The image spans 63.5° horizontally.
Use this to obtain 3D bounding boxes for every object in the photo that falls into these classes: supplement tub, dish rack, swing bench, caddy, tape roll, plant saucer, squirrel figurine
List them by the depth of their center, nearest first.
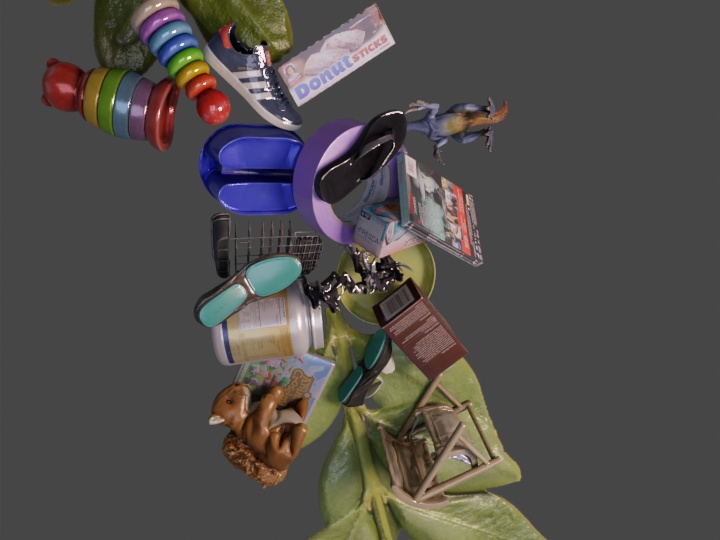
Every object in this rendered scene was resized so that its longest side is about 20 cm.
[{"bbox_3d":[-0.175,-0.174,0.998,0.195,0.105,0.145,-3,115,-24],"label":"caddy"},{"bbox_3d":[-0.018,-0.152,1.002,0.197,0.065,0.205,-19,122,-33],"label":"tape roll"},{"bbox_3d":[-0.167,-0.038,1.046,0.195,0.056,0.154,-2,152,-14],"label":"dish rack"},{"bbox_3d":[-0.169,0.093,1.081,0.195,0.145,0.148,-6,112,-5],"label":"supplement tub"},{"bbox_3d":[0.048,0.008,1.138,0.194,0.031,0.205,-3,112,-6],"label":"plant saucer"},{"bbox_3d":[-0.214,0.320,1.146,0.183,0.142,0.204,22,105,-8],"label":"squirrel figurine"},{"bbox_3d":[0.150,0.354,1.190,0.200,0.200,0.130,-43,110,10],"label":"swing bench"}]

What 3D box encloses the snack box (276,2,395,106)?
[{"bbox_3d":[-0.042,-0.365,0.989,0.197,0.024,0.073,-32,111,5],"label":"snack box"}]

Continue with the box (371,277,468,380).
[{"bbox_3d":[0.119,0.117,1.140,0.099,0.075,0.201,-36,125,7],"label":"box"}]

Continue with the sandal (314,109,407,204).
[{"bbox_3d":[0.011,-0.178,0.940,0.200,0.043,0.077,-47,133,-14],"label":"sandal"}]

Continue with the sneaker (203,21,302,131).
[{"bbox_3d":[-0.161,-0.320,0.959,0.199,0.076,0.084,40,114,-19],"label":"sneaker"}]

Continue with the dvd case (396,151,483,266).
[{"bbox_3d":[0.141,-0.106,1.023,0.198,0.149,0.022,24,141,-38],"label":"dvd case"}]

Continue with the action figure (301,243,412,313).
[{"bbox_3d":[0.000,0.000,1.033,0.197,0.118,0.105,-22,108,-28],"label":"action figure"}]

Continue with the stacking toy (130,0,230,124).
[{"bbox_3d":[-0.272,-0.323,0.919,0.084,0.085,0.202,-32,96,6],"label":"stacking toy"}]

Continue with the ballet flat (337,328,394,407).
[{"bbox_3d":[0.025,0.201,1.194,0.067,0.069,0.202,21,117,-24],"label":"ballet flat"}]

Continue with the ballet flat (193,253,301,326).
[{"bbox_3d":[-0.196,0.022,0.990,0.197,0.068,0.069,-28,114,-15],"label":"ballet flat"}]

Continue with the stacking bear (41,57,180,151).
[{"bbox_3d":[-0.406,-0.276,0.935,0.195,0.114,0.124,14,109,-7],"label":"stacking bear"}]

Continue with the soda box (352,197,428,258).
[{"bbox_3d":[0.073,-0.083,1.021,0.063,0.198,0.070,32,120,26],"label":"soda box"}]

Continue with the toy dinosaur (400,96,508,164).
[{"bbox_3d":[0.148,-0.245,1.036,0.178,0.199,0.108,4,104,33],"label":"toy dinosaur"}]

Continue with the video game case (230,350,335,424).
[{"bbox_3d":[-0.172,0.242,1.202,0.179,0.022,0.203,23,106,-15],"label":"video game case"}]
